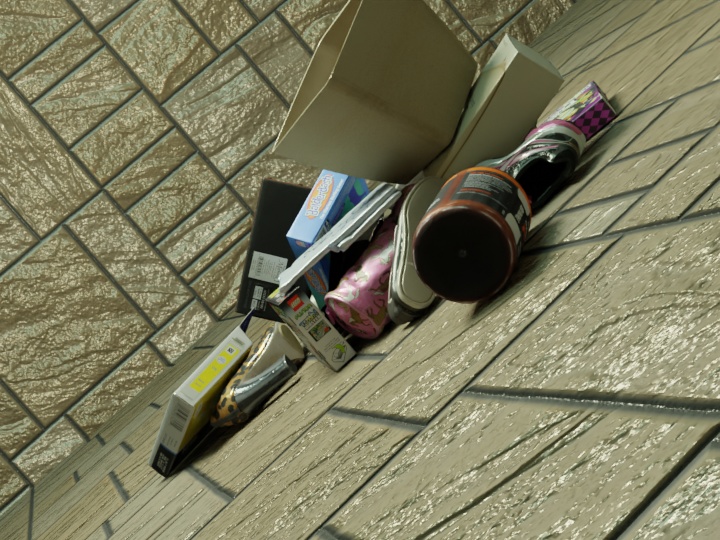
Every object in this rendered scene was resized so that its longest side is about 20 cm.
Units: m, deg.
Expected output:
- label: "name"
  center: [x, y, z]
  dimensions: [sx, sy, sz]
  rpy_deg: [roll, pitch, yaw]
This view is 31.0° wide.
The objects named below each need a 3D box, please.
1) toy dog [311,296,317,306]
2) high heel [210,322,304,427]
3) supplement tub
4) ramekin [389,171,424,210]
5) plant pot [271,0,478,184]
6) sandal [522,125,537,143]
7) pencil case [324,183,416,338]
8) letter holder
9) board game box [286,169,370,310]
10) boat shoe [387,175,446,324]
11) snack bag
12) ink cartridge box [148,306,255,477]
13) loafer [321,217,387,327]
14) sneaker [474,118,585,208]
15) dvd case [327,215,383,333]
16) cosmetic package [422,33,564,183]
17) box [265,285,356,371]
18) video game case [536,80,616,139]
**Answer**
- label: "toy dog"
  center: [-0.019, -0.015, 2.021]
  dimensions: [0.200, 0.096, 0.132]
  rpy_deg: [-41, 6, -5]
- label: "high heel"
  center: [-0.151, 0.145, 1.823]
  dimensions: [0.142, 0.071, 0.200]
  rpy_deg: [-38, 12, 9]
- label: "supplement tub"
  center: [0.122, -0.046, 1.352]
  dimensions: [0.107, 0.107, 0.200]
  rpy_deg: [-38, 7, 23]
- label: "ramekin"
  center: [0.126, -0.157, 1.853]
  dimensions: [0.200, 0.105, 0.200]
  rpy_deg: [-64, 1, 2]
- label: "plant pot"
  center: [0.030, -0.225, 1.633]
  dimensions: [0.200, 0.177, 0.200]
  rpy_deg: [-42, 24, 58]
- label: "sandal"
  center: [0.207, -0.157, 1.642]
  dimensions: [0.080, 0.054, 0.200]
  rpy_deg: [-43, 29, 8]
- label: "pencil case"
  center: [0.037, -0.010, 1.594]
  dimensions: [0.200, 0.083, 0.087]
  rpy_deg: [-55, 7, -23]
- label: "letter holder"
  center: [-0.110, -0.031, 1.931]
  dimensions: [0.142, 0.100, 0.200]
  rpy_deg: [-52, -26, -85]
- label: "board game box"
  center: [-0.031, -0.047, 1.857]
  dimensions: [0.152, 0.045, 0.200]
  rpy_deg: [-62, -27, -26]
- label: "boat shoe"
  center: [0.065, -0.025, 1.527]
  dimensions: [0.057, 0.067, 0.200]
  rpy_deg: [128, 161, -50]
- label: "snack bag"
  center: [-0.029, -0.040, 1.649]
  dimensions: [0.200, 0.021, 0.189]
  rpy_deg: [-42, 6, 1]
- label: "ink cartridge box"
  center: [-0.213, 0.176, 1.852]
  dimensions: [0.200, 0.047, 0.198]
  rpy_deg: [-45, -14, -40]
- label: "loafer"
  center: [0.000, 0.000, 1.709]
  dimensions: [0.073, 0.071, 0.200]
  rpy_deg: [-38, 8, 45]
- label: "sneaker"
  center: [0.176, -0.096, 1.528]
  dimensions: [0.200, 0.080, 0.086]
  rpy_deg: [-44, 15, 29]
- label: "dvd case"
  center: [-0.006, -0.004, 1.823]
  dimensions: [0.200, 0.018, 0.143]
  rpy_deg: [-53, -29, -60]
- label: "cosmetic package"
  center: [0.160, -0.182, 1.605]
  dimensions: [0.200, 0.073, 0.104]
  rpy_deg: [-58, 13, 17]
- label: "box"
  center: [-0.066, 0.070, 1.658]
  dimensions: [0.035, 0.110, 0.200]
  rpy_deg: [-41, 7, -6]
- label: "video game case"
  center: [0.252, -0.172, 1.756]
  dimensions: [0.200, 0.036, 0.181]
  rpy_deg: [-39, 8, 15]
